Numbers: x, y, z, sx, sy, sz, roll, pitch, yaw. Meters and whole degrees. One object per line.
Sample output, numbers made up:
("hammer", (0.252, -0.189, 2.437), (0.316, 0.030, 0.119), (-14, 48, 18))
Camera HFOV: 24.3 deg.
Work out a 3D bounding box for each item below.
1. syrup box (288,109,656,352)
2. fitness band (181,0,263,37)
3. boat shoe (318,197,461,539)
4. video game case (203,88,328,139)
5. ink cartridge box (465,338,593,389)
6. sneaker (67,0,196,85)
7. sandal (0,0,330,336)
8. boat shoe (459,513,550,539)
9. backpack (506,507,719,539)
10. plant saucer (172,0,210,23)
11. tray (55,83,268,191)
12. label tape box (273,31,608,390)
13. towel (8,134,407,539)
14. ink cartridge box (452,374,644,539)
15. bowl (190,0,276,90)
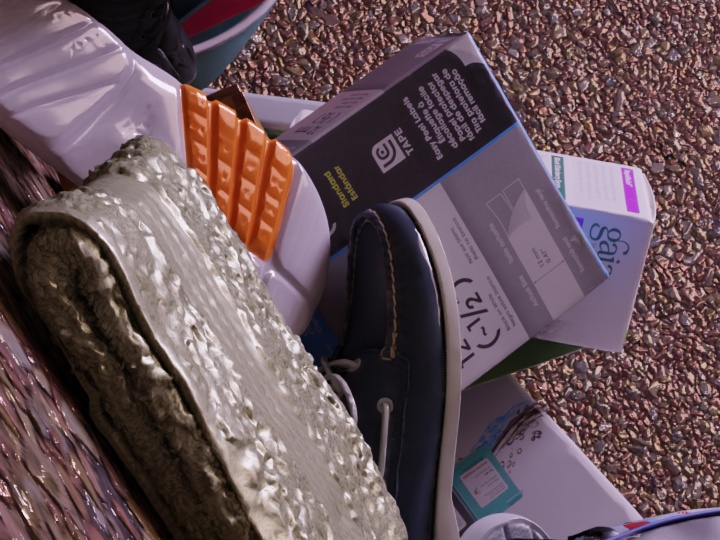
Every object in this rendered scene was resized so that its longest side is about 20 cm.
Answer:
("syrup box", (0.053, -0.023, 0.908), (0.081, 0.199, 0.079), (-75, 176, -66))
("fitness band", (-0.114, -0.159, 0.754), (0.144, 0.200, 0.038), (42, 38, -44))
("boat shoe", (0.004, 0.068, 0.731), (0.075, 0.062, 0.201), (-177, -94, -72))
("video game case", (-0.054, -0.076, 1.065), (0.182, 0.199, 0.022), (143, -48, -75))
("ink cartridge box", (0.009, 0.026, 0.935), (0.146, 0.199, 0.048), (-124, -165, -58))
("sneaker", (-0.102, -0.115, 0.709), (0.104, 0.200, 0.060), (27, 47, -41))
("sandal", (-0.096, -0.046, 0.699), (0.207, 0.079, 0.059), (41, -31, -27))
("boat shoe", (0.062, 0.209, 0.767), (0.067, 0.073, 0.201), (0, -83, 61))
("backpack", (0.117, 0.189, 0.660), (0.201, 0.190, 0.154), (70, -22, 12))
("plant saucer", (-0.094, -0.139, 0.737), (0.070, 0.200, 0.019), (29, 45, -35))
("tray", (-0.095, -0.050, 0.903), (0.200, 0.098, 0.037), (69, -3, -85))
("label tape box", (0.000, 0.000, 0.798), (0.144, 0.200, 0.066), (58, -17, -16))
("towel", (-0.045, 0.048, 0.602), (0.200, 0.036, 0.148), (59, 15, -9))
("ink cartridge box", (0.072, 0.165, 0.926), (0.200, 0.146, 0.147), (50, -7, 47))
("bowl", (-0.135, -0.167, 0.932), (0.201, 0.200, 0.105), (58, -20, 21))
